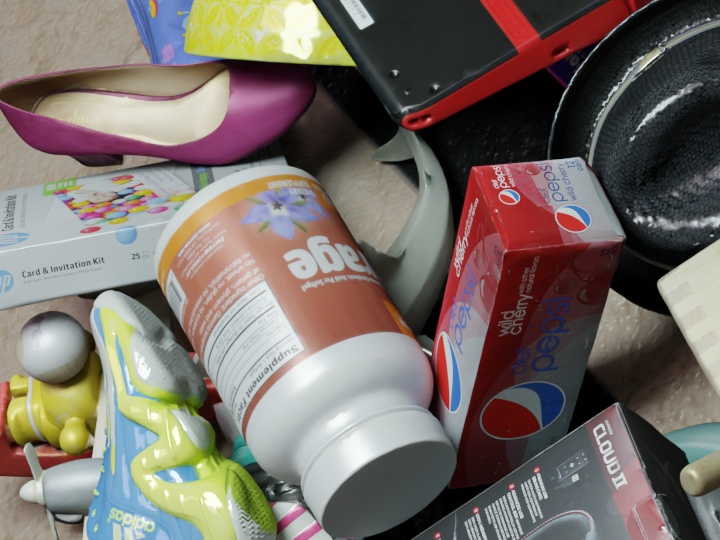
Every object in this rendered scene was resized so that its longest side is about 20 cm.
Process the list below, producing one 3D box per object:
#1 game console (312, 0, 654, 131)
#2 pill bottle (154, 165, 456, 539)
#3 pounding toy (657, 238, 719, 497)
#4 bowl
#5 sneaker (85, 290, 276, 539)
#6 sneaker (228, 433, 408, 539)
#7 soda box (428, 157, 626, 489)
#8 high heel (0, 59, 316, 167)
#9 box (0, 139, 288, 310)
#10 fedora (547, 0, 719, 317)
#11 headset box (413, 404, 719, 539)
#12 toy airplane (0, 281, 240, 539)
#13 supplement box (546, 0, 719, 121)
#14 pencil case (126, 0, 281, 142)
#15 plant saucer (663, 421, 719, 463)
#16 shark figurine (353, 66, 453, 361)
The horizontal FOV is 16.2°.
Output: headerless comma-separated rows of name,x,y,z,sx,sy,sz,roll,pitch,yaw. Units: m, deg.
game console,0.058,-0.181,1.433,0.176,0.031,0.200,-30,53,-4
pill bottle,-0.028,0.046,1.418,0.112,0.112,0.200,-40,58,14
pounding toy,0.242,0.045,1.210,0.184,0.200,0.142,-34,48,11
bowl,-0.007,-0.182,1.542,0.200,0.200,0.108,8,98,42
sneaker,-0.132,0.108,1.465,0.105,0.076,0.200,-39,56,11
sneaker,-0.012,0.135,1.470,0.199,0.083,0.121,1,76,41
soda box,0.084,0.031,1.371,0.070,0.200,0.064,-6,48,-15
high heel,-0.129,-0.105,1.582,0.199,0.096,0.068,-15,65,28
box,-0.138,-0.030,1.577,0.199,0.041,0.156,-11,16,-3
fedora,0.196,-0.063,1.339,0.200,0.092,0.202,1,96,9
headset box,0.109,0.177,1.284,0.200,0.075,0.149,-36,48,18
toy airplane,-0.152,0.072,1.573,0.199,0.141,0.200,-51,39,-7
supplement box,0.200,-0.165,1.449,0.200,0.103,0.101,-49,46,9
pencil case,-0.111,-0.151,1.711,0.078,0.087,0.201,-53,39,34
plant saucer,0.167,0.167,1.331,0.199,0.036,0.201,-20,54,31
shark figurine,0.017,-0.015,1.523,0.128,0.089,0.215,7,69,33
